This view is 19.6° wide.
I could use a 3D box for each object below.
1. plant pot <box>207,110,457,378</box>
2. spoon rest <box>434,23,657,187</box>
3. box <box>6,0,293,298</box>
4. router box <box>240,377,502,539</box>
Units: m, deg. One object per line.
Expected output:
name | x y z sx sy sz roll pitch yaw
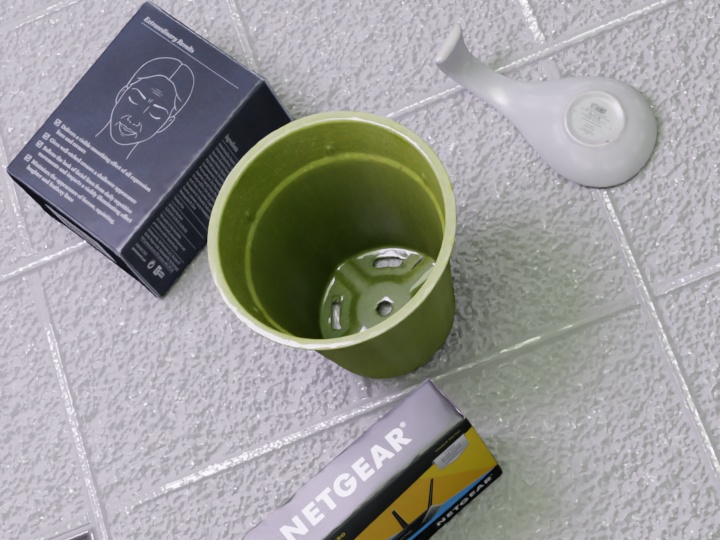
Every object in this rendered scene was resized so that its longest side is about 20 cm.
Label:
plant pot | 0.000 0.000 1.688 0.199 0.190 0.201 -6 68 14
spoon rest | 0.160 -0.143 1.784 0.200 0.061 0.099 30 80 11
box | -0.182 -0.107 1.829 0.148 0.107 0.200 36 82 26
router box | 0.010 0.187 1.631 0.200 0.149 0.051 -41 63 -3
